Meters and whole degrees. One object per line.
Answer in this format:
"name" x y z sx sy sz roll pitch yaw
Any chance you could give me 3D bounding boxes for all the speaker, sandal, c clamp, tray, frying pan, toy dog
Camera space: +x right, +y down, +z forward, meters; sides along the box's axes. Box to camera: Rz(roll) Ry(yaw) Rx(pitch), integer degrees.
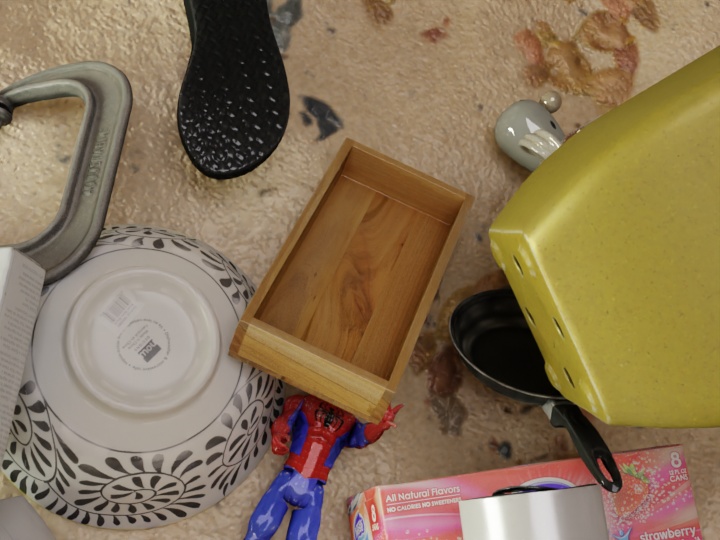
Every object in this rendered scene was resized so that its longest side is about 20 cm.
"speaker" 0.104 0.215 0.644 0.081 0.081 0.200 -5 78 -14
"sandal" -0.090 -0.142 0.841 0.075 0.048 0.201 2 59 -11
"c clamp" -0.228 -0.052 0.756 0.171 0.027 0.200 -1 58 23
"tray" 0.000 0.000 0.768 0.099 0.037 0.200 25 43 1
"frying pan" 0.135 0.072 0.779 0.115 0.031 0.190 -14 42 -33
"toy dog" 0.201 -0.072 0.845 0.200 0.132 0.096 37 91 -9

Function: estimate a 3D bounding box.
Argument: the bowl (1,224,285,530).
"bowl" -0.134 0.052 0.733 0.201 0.094 0.201 5 72 -14

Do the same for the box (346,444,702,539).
"box" 0.102 0.172 0.747 0.200 0.095 0.103 -5 76 -14

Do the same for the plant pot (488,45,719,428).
"plant pot" 0.190 -0.012 0.691 0.200 0.196 0.194 -25 94 -2

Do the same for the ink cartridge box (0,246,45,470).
"ink cartridge box" -0.285 0.084 0.670 0.199 0.041 0.200 1 67 22

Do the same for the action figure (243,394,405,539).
"action figure" -0.035 0.137 0.732 0.065 0.099 0.200 23 66 -5

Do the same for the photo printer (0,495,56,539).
"photo printer" -0.248 0.225 0.667 0.200 0.069 0.167 -18 76 -18
